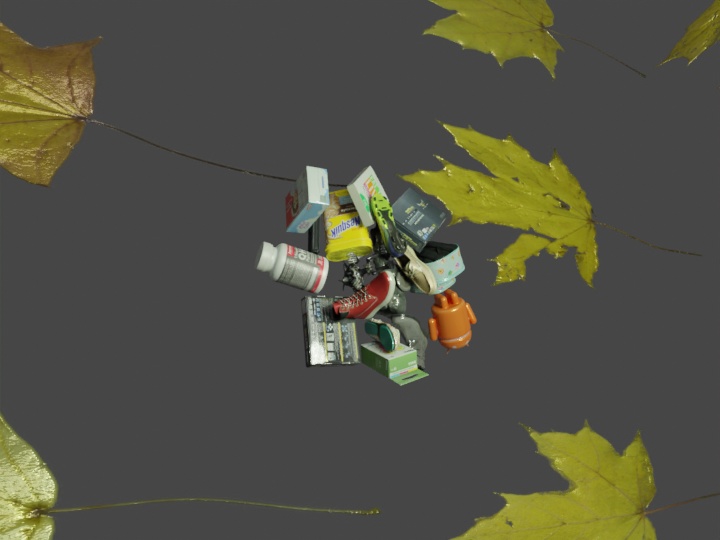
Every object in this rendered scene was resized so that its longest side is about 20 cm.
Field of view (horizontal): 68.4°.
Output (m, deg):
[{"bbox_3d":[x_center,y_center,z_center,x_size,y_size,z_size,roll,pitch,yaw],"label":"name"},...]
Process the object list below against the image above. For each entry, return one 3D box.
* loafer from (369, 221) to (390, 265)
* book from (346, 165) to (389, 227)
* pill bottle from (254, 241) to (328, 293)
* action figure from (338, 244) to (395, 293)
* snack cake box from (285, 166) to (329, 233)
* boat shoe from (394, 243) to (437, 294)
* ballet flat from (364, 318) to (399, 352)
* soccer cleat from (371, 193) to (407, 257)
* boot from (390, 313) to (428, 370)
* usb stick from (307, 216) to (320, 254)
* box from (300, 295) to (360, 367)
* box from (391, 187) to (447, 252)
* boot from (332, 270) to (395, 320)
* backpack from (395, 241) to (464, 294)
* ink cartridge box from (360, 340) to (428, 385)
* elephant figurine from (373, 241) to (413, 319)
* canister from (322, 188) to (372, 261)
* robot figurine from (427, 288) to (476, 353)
[{"bbox_3d":[0.065,-0.109,1.731,0.073,0.070,0.204,27,72,-67],"label":"loafer"},{"bbox_3d":[0.021,-0.233,1.641,0.135,0.047,0.201,64,25,-18],"label":"book"},{"bbox_3d":[-0.200,-0.012,1.527,0.197,0.111,0.113,18,62,-21],"label":"pill bottle"},{"bbox_3d":[0.000,0.000,1.573,0.102,0.198,0.121,5,58,-61],"label":"action figure"},{"bbox_3d":[-0.162,-0.205,1.571,0.066,0.200,0.117,4,68,-27],"label":"snack cake box"},{"bbox_3d":[0.155,-0.006,1.612,0.064,0.072,0.202,-17,68,-46],"label":"boat shoe"},{"bbox_3d":[0.077,0.183,1.557,0.063,0.199,0.077,0,103,-25],"label":"ballet flat"},{"bbox_3d":[0.074,-0.131,1.581,0.064,0.084,0.203,-19,80,-28],"label":"soccer cleat"},{"bbox_3d":[0.153,0.222,1.613,0.199,0.069,0.134,38,51,-41],"label":"boot"},{"bbox_3d":[-0.143,-0.140,1.642,0.032,0.055,0.204,9,66,-23],"label":"usb stick"},{"bbox_3d":[-0.088,0.177,1.550,0.158,0.049,0.204,2,70,-27],"label":"box"},{"bbox_3d":[0.172,-0.164,1.682,0.157,0.051,0.200,36,43,7],"label":"box"},{"bbox_3d":[0.002,0.076,1.494,0.142,0.201,0.073,-1,52,-35],"label":"boot"},{"bbox_3d":[0.234,-0.012,1.711,0.174,0.198,0.156,-28,103,-34],"label":"backpack"},{"bbox_3d":[0.095,0.257,1.528,0.102,0.199,0.061,-11,105,-31],"label":"ink cartridge box"},{"bbox_3d":[0.096,0.038,1.653,0.139,0.156,0.203,9,65,9],"label":"elephant figurine"},{"bbox_3d":[-0.047,-0.146,1.654,0.145,0.087,0.204,-11,70,8],"label":"canister"},{"bbox_3d":[0.294,0.165,1.703,0.143,0.115,0.204,-35,115,-50],"label":"robot figurine"}]
